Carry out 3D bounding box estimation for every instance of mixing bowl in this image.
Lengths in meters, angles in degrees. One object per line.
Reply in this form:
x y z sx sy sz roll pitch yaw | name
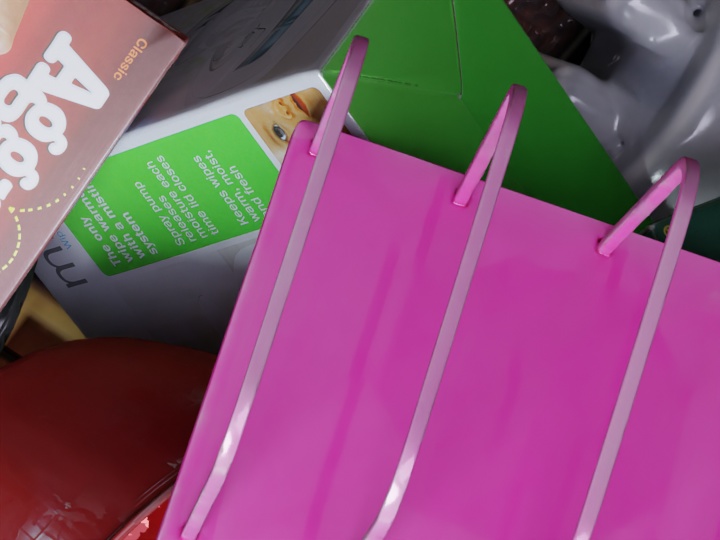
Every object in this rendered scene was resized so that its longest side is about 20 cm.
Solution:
-0.089 0.096 0.923 0.200 0.108 0.200 -38 151 -26 | mixing bowl

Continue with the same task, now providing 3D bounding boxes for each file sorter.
0.063 0.036 0.784 0.200 0.125 0.139 19 73 -3 | file sorter

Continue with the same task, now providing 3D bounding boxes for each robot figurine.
0.146 -0.035 1.020 0.200 0.113 0.170 34 94 -19 | robot figurine

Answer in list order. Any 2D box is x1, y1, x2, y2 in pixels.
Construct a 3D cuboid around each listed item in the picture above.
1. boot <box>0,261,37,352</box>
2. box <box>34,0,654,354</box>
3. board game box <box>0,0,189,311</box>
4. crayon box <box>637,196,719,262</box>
-0.212 0.018 0.970 0.132 0.070 0.200 39 127 -22 | boot
0.000 0.000 0.971 0.176 0.097 0.200 -15 120 41 | box
-0.153 -0.021 0.902 0.103 0.019 0.200 34 97 -7 | board game box
0.201 0.039 0.918 0.200 0.058 0.173 -21 76 -25 | crayon box
